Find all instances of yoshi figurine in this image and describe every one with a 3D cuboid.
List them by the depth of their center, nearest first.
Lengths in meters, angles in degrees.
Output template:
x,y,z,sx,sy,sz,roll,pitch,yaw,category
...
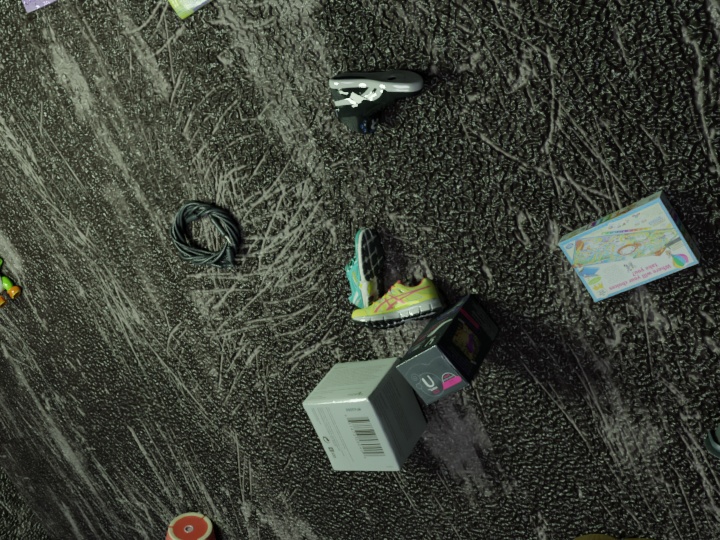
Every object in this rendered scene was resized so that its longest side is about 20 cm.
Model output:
x,y,z,sx,sy,sz,roll,pitch,yaw,category
-1.141,0.011,2.288,0.112,0.112,0.200,-38,92,25,yoshi figurine

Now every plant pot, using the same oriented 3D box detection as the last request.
x,y,z,sx,sy,sz,roll,pitch,yaw,category
-0.553,0.904,2.427,0.199,0.200,0.179,16,116,22,plant pot

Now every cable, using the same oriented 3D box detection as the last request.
x,y,z,sx,sy,sz,roll,pitch,yaw,category
-0.382,-0.088,1.795,0.199,0.051,0.164,16,125,23,cable

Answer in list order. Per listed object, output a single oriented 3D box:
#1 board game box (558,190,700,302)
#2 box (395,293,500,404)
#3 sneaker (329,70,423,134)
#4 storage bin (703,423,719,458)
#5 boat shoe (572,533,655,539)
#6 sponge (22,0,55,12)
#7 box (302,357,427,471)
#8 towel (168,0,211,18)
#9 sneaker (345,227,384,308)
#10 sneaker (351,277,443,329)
x,y,z,sx,sy,sz,roll,pitch,yaw,category
0.471,-0.038,1.318,0.199,0.034,0.135,-27,102,39,board game box
0.180,0.157,1.504,0.106,0.200,0.122,50,131,-5,box
0.037,-0.310,1.397,0.199,0.073,0.113,12,127,35,sneaker
0.730,0.285,1.307,0.199,0.145,0.135,22,100,18,storage bin
0.563,0.633,1.648,0.199,0.074,0.070,-7,108,33,boat shoe
-0.743,-0.690,1.658,0.111,0.030,0.201,-4,116,33,sponge
0.013,0.333,1.733,0.199,0.171,0.200,-10,112,36,box
-0.325,-0.597,1.467,0.199,0.023,0.144,-17,109,38,towel
0.000,0.000,1.605,0.079,0.077,0.201,21,127,30,sneaker
0.074,0.068,1.581,0.198,0.078,0.091,-13,71,13,sneaker
